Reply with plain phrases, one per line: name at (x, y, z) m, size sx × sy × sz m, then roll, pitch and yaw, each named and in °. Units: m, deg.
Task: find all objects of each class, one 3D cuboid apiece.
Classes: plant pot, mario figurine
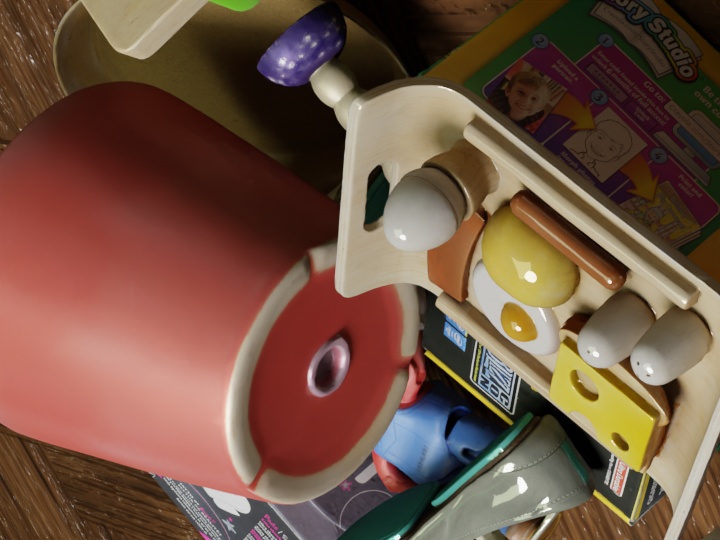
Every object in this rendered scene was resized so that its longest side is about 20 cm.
plant pot at (-0.064, -0.105, 1.145) m, size 0.199 × 0.028 × 0.200 m, roll 9°, pitch 149°, yaw 5°
plant pot at (-0.079, 0.022, 1.090) m, size 0.177 × 0.200 × 0.201 m, roll 22°, pitch 141°, yaw 36°
mario figurine at (0.041, 0.078, 1.267) m, size 0.200 × 0.124 × 0.106 m, roll 31°, pitch -175°, yaw 21°

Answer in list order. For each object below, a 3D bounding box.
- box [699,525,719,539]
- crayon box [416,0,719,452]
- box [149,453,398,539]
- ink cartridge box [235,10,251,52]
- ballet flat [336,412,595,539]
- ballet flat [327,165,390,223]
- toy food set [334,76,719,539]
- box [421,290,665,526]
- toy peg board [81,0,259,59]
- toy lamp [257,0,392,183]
box at (0.200, 0.177, 0.967) m, size 0.200 × 0.109 × 0.128 m, roll -39°, pitch 88°, yaw 21°
crayon box at (0.127, -0.035, 0.928) m, size 0.200 × 0.119 × 0.058 m, roll 46°, pitch 153°, yaw 12°
box at (-0.044, 0.110, 1.354) m, size 0.200 × 0.132 × 0.115 m, roll 49°, pitch 149°, yaw 6°
ink cartridge box at (-0.070, -0.215, 1.095) m, size 0.109 × 0.050 × 0.200 m, roll 44°, pitch 151°, yaw 15°
ballet flat at (0.055, 0.142, 1.173) m, size 0.064 × 0.067 × 0.200 m, roll 48°, pitch 137°, yaw -3°
ballet flat at (0.000, 0.000, 1.178) m, size 0.075 × 0.068 × 0.201 m, roll 48°, pitch 131°, yaw 53°
toy food set at (0.069, 0.024, 0.892) m, size 0.200 × 0.060 × 0.144 m, roll 41°, pitch 152°, yaw 22°
box at (0.109, 0.020, 1.101) m, size 0.160 × 0.049 × 0.200 m, roll 41°, pitch 151°, yaw 24°
toy peg board at (-0.065, -0.226, 0.955) m, size 0.199 × 0.200 × 0.098 m, roll 55°, pitch -162°, yaw 19°
toy lamp at (0.030, -0.038, 1.042) m, size 0.200 × 0.058 × 0.058 m, roll 50°, pitch 153°, yaw 8°
